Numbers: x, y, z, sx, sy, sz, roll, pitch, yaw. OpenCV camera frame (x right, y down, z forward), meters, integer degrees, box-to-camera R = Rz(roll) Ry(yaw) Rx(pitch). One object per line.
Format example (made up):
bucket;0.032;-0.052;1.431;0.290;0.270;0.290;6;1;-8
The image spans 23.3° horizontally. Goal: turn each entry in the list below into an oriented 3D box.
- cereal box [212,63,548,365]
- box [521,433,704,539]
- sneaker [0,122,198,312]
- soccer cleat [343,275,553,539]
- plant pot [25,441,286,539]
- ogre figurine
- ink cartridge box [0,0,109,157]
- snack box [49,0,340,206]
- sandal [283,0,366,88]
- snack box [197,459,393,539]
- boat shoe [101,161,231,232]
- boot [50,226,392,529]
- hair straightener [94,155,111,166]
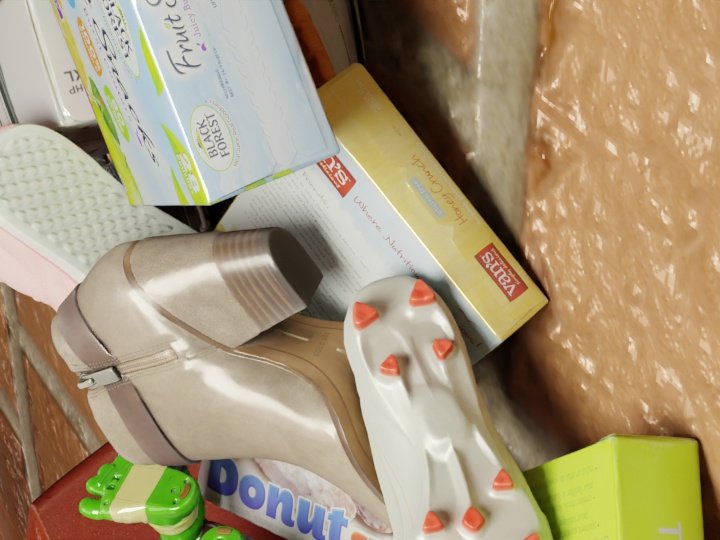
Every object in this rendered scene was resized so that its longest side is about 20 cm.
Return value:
cereal box;0.000;0.000;0.872;0.144;0.039;0.200;52;153;3
box;0.100;0.178;0.730;0.122;0.048;0.201;142;131;-64
sneaker;-0.140;-0.002;0.937;0.200;0.075;0.105;45;157;-24
soccer cleat;0.039;0.097;0.762;0.078;0.069;0.201;81;174;-66
plant pot;-0.112;0.201;1.128;0.200;0.176;0.200;60;153;24
ogre figurine;-0.076;0.168;0.908;0.200;0.098;0.120;32;154;41
ink cartridge box;-0.137;-0.119;0.990;0.200;0.144;0.084;-14;93;65
snack box;-0.091;-0.117;0.786;0.169;0.068;0.200;69;164;-7
sandal;-0.036;-0.141;0.859;0.079;0.059;0.207;13;134;42
snack box;-0.010;0.115;0.921;0.200;0.024;0.072;18;103;42
boat shoe;-0.111;-0.028;1.097;0.072;0.068;0.200;58;175;23
boot;-0.057;0.067;0.856;0.146;0.070;0.200;-24;101;32
hair straightener;-0.173;-0.027;1.235;0.200;0.041;0.077;60;174;28
